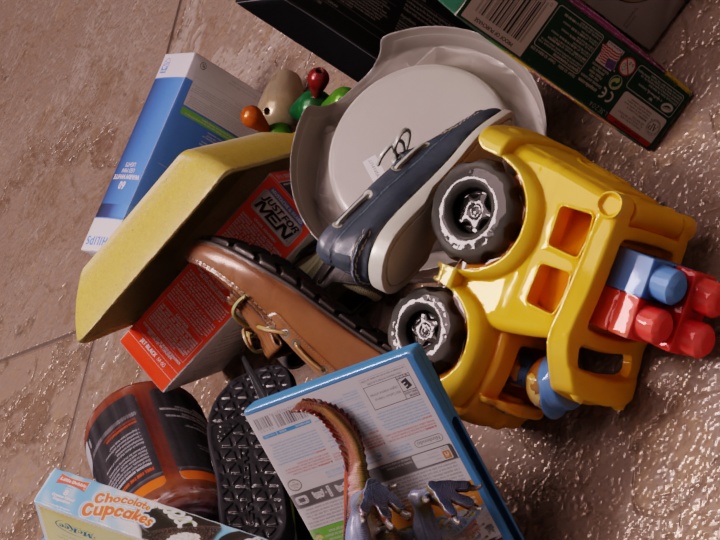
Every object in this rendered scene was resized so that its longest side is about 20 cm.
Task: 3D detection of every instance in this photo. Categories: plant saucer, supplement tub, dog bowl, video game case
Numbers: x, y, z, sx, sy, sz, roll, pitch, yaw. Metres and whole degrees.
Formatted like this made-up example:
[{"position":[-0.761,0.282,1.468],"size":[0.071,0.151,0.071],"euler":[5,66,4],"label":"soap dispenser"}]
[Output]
[{"position":[-0.137,-0.040,1.564],"size":[0.200,0.048,0.200],"euler":[-47,-9,23],"label":"plant saucer"},{"position":[-0.154,0.183,1.551],"size":[0.107,0.107,0.200],"euler":[-51,33,14],"label":"supplement tub"},{"position":[0.049,-0.081,1.452],"size":[0.199,0.059,0.201],"euler":[-8,66,18],"label":"dog bowl"},{"position":[0.026,0.155,1.258],"size":[0.143,0.201,0.018],"euler":[-22,12,34],"label":"video game case"}]

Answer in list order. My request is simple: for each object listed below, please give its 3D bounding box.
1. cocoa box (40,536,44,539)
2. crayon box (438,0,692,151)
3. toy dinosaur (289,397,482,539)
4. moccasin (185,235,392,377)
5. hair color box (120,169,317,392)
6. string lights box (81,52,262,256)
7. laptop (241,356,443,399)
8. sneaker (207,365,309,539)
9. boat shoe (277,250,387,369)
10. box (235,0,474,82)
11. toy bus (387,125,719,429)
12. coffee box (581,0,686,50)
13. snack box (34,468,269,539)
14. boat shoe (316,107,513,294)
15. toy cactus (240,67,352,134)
[{"position":[-0.216,0.326,1.502],"size":[0.133,0.131,0.200],"euler":[-44,36,23],"label":"cocoa box"},{"position":[0.117,-0.183,1.379],"size":[0.058,0.200,0.173],"euler":[-54,33,9],"label":"crayon box"},{"position":[0.025,0.205,1.249],"size":[0.200,0.105,0.182],"euler":[56,145,36],"label":"toy dinosaur"},{"position":[-0.054,0.043,1.480],"size":[0.078,0.201,0.074],"euler":[-56,-8,10],"label":"moccasin"},{"position":[-0.096,0.005,1.597],"size":[0.200,0.111,0.064],"euler":[-45,79,21],"label":"hair color box"},{"position":[-0.165,-0.087,1.774],"size":[0.059,0.103,0.201],"euler":[6,70,54],"label":"string lights box"},{"position":[0.011,0.139,1.334],"size":[0.199,0.178,0.103],"euler":[-14,17,29],"label":"laptop"},{"position":[-0.074,0.166,1.477],"size":[0.071,0.083,0.201],"euler":[-10,46,12],"label":"sneaker"},{"position":[-0.001,0.000,1.526],"size":[0.201,0.072,0.066],"euler":[-44,49,18],"label":"boat shoe"},{"position":[0.019,-0.227,1.544],"size":[0.079,0.200,0.142],"euler":[8,71,55],"label":"box"},{"position":[0.139,0.029,1.270],"size":[0.192,0.135,0.201],"euler":[27,99,37],"label":"toy bus"},{"position":[0.215,-0.278,1.400],"size":[0.200,0.113,0.080],"euler":[-54,34,9],"label":"coffee box"},{"position":[-0.134,0.218,1.401],"size":[0.199,0.116,0.037],"euler":[16,49,18],"label":"snack box"},{"position":[0.041,-0.056,1.335],"size":[0.062,0.075,0.200],"euler":[21,49,23],"label":"boat shoe"},{"position":[-0.081,-0.120,1.712],"size":[0.200,0.102,0.165],"euler":[-48,24,34],"label":"toy cactus"}]
